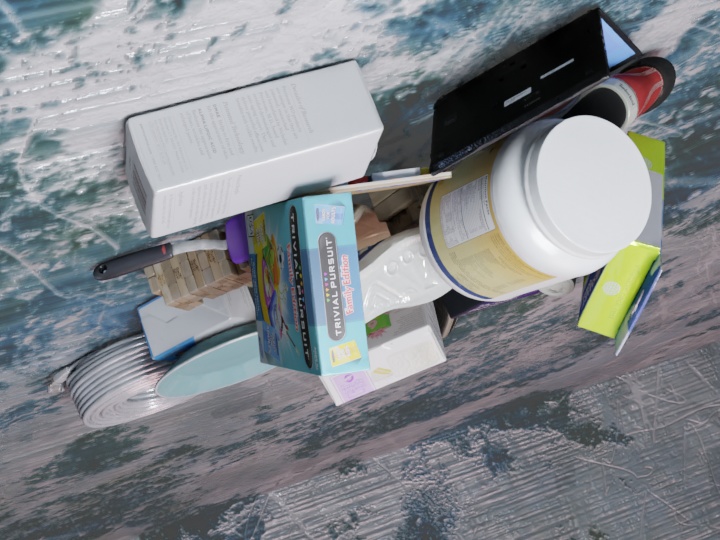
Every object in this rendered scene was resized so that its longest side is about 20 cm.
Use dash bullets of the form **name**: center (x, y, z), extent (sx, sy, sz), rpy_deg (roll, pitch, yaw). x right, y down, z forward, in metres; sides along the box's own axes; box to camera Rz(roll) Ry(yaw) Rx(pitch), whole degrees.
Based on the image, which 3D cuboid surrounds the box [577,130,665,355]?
- **box**: center (0.258, -0.029, 1.276), extent (0.047, 0.201, 0.122), rpy_deg (17, 132, 0)

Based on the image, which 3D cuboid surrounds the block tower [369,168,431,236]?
- **block tower**: center (0.099, -0.074, 1.420), extent (0.199, 0.054, 0.058), rpy_deg (-3, 158, -47)

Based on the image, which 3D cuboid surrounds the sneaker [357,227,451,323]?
- **sneaker**: center (0.000, 0.000, 1.354), extent (0.199, 0.081, 0.146), rpy_deg (-26, -159, -21)

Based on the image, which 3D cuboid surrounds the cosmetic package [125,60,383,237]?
- **cosmetic package**: center (-0.090, -0.101, 1.077), extent (0.199, 0.074, 0.102), rpy_deg (-18, 165, -17)

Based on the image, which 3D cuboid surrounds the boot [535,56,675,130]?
- **boot**: center (0.226, -0.146, 1.323), extent (0.200, 0.073, 0.144), rpy_deg (-31, -178, 42)

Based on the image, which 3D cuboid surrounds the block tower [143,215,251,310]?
- **block tower**: center (-0.121, -0.021, 1.338), extent (0.199, 0.054, 0.058), rpy_deg (-25, 165, 15)

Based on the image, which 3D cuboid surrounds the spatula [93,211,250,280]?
- **spatula**: center (-0.171, -0.022, 1.296), extent (0.199, 0.057, 0.021), rpy_deg (-13, 151, 0)

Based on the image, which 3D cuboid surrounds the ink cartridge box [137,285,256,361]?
- **ink cartridge box**: center (-0.154, 0.057, 1.529), extent (0.116, 0.068, 0.200), rpy_deg (-27, 163, 21)

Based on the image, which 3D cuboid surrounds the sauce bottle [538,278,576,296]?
- **sauce bottle**: center (0.210, -0.066, 1.354), extent (0.066, 0.201, 0.066), rpy_deg (9, 148, 6)

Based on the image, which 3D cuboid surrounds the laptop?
- **laptop**: center (0.164, -0.147, 1.181), extent (0.177, 0.201, 0.103), rpy_deg (-29, 119, 24)

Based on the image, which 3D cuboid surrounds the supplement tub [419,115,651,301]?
- **supplement tub**: center (0.159, -0.056, 1.196), extent (0.144, 0.145, 0.200), rpy_deg (-12, 175, -28)

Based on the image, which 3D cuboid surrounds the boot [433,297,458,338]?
- **boot**: center (0.159, -0.001, 1.678), extent (0.150, 0.073, 0.201), rpy_deg (-18, 139, -23)

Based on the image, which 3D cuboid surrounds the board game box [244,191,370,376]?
- **board game box**: center (-0.053, 0.012, 1.176), extent (0.047, 0.152, 0.200), rpy_deg (-7, -179, -19)

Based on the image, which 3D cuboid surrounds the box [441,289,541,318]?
- **box**: center (0.198, -0.020, 1.458), extent (0.199, 0.079, 0.141), rpy_deg (-14, 166, -40)

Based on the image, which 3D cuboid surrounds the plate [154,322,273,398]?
- **plate**: center (-0.146, 0.097, 1.498), extent (0.199, 0.026, 0.200), rpy_deg (-21, 165, -6)

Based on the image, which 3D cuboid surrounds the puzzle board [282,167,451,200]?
- **puzzle board**: center (-0.025, -0.078, 1.208), extent (0.198, 0.018, 0.151), rpy_deg (-8, -178, -7)

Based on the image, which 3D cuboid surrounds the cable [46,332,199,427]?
- **cable**: center (-0.266, 0.130, 1.628), extent (0.199, 0.070, 0.199), rpy_deg (-31, 161, 33)

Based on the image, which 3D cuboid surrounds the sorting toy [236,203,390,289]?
- **sorting toy**: center (-0.039, -0.027, 1.474), extent (0.184, 0.037, 0.200), rpy_deg (-27, 168, 22)

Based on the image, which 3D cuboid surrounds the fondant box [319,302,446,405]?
- **fondant box**: center (0.017, 0.063, 1.573), extent (0.143, 0.058, 0.200), rpy_deg (-23, -153, 8)
